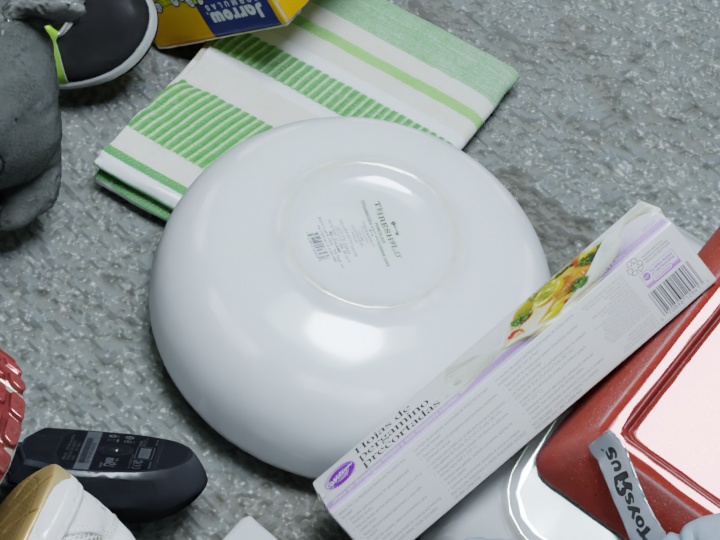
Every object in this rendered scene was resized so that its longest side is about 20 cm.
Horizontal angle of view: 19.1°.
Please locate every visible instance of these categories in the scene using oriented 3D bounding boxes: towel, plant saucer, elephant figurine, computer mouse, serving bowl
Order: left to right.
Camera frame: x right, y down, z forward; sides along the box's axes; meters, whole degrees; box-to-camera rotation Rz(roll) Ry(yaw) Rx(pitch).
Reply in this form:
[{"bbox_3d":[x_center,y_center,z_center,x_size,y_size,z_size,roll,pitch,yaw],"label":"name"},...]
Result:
[{"bbox_3d":[-0.233,-0.042,0.983,0.141,0.155,0.200,18,38,28],"label":"elephant figurine"},{"bbox_3d":[-0.169,0.091,0.965,0.200,0.034,0.059,6,15,2],"label":"computer mouse"},{"bbox_3d":[-0.027,-0.078,1.132,0.152,0.023,0.200,29,52,12],"label":"towel"},{"bbox_3d":[0.000,0.000,1.022,0.200,0.066,0.200,5,56,-7],"label":"serving bowl"},{"bbox_3d":[0.212,0.064,0.935,0.200,0.037,0.200,36,77,18],"label":"plant saucer"}]

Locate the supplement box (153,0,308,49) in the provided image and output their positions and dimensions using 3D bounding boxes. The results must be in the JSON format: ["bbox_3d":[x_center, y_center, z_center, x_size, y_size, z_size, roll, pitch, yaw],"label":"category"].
[{"bbox_3d":[-0.090,-0.232,1.117,0.109,0.200,0.109,-4,34,45],"label":"supplement box"}]

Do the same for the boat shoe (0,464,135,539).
[{"bbox_3d":[-0.149,0.178,0.878,0.069,0.071,0.200,37,61,-19],"label":"boat shoe"}]

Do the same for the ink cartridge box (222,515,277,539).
[{"bbox_3d":[-0.023,0.219,0.834,0.200,0.084,0.145,41,56,7],"label":"ink cartridge box"}]

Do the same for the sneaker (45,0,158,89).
[{"bbox_3d":[-0.197,-0.142,1.071,0.200,0.083,0.072,14,85,-13],"label":"sneaker"}]

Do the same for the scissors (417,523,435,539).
[{"bbox_3d":[0.061,0.073,1.031,0.073,0.014,0.200,17,53,7],"label":"scissors"}]

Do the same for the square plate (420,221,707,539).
[{"bbox_3d":[0.160,0.092,0.964,0.200,0.028,0.198,31,74,17],"label":"square plate"}]

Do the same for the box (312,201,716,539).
[{"bbox_3d":[0.068,0.050,0.955,0.200,0.041,0.039,-41,21,1],"label":"box"}]

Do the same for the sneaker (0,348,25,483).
[{"bbox_3d":[-0.205,0.112,0.895,0.078,0.082,0.200,27,64,-6],"label":"sneaker"}]

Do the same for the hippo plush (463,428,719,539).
[{"bbox_3d":[0.134,0.144,0.823,0.159,0.161,0.200,-40,75,13],"label":"hippo plush"}]
